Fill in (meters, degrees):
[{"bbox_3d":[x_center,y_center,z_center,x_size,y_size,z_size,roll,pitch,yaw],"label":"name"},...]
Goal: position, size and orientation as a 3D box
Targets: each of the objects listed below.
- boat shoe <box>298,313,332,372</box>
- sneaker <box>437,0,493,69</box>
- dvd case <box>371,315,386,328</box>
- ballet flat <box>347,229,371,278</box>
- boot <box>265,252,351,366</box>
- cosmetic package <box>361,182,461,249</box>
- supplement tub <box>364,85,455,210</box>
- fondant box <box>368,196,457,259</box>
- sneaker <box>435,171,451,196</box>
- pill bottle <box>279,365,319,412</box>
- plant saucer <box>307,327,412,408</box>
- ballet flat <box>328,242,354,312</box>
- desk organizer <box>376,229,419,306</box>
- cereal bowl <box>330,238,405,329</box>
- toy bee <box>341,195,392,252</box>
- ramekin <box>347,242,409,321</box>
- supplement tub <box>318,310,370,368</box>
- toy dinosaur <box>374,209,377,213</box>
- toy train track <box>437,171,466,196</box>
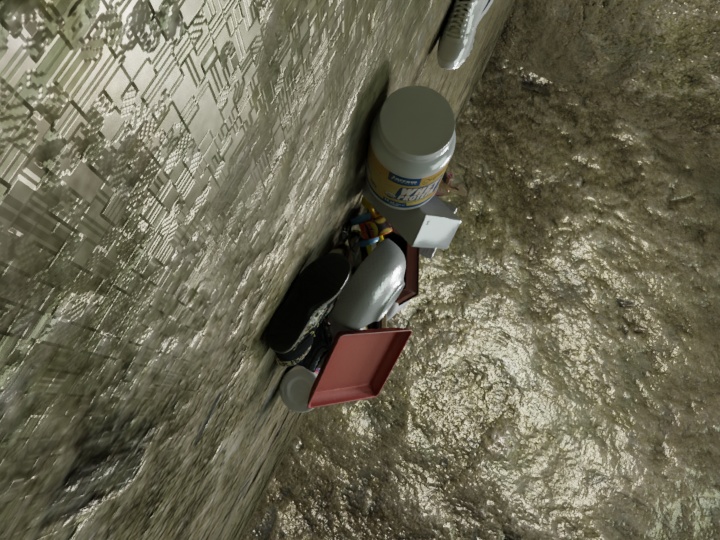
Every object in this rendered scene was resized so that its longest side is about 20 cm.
[{"bbox_3d":[-0.085,0.106,1.222,0.202,0.090,0.071,-62,175,-17],"label":"boat shoe"},{"bbox_3d":[0.204,-0.509,1.202,0.203,0.075,0.080,-67,164,1],"label":"sneaker"},{"bbox_3d":[0.039,0.124,1.429,0.149,0.016,0.203,-111,-162,-58],"label":"dvd case"},{"bbox_3d":[0.000,0.000,1.337,0.067,0.066,0.204,42,38,-64],"label":"ballet flat"},{"bbox_3d":[-0.093,0.074,1.055,0.205,0.073,0.154,-53,170,-21],"label":"boot"},{"bbox_3d":[0.098,-0.128,1.185,0.100,0.200,0.072,3,123,-37],"label":"cosmetic package"},{"bbox_3d":[0.083,-0.205,1.016,0.146,0.143,0.200,-61,175,-16],"label":"supplement tub"},{"bbox_3d":[0.126,-0.139,1.511,0.146,0.198,0.058,-62,174,3],"label":"fondant box"},{"bbox_3d":[0.151,-0.226,1.313,0.097,0.200,0.072,10,-110,49],"label":"sneaker"},{"bbox_3d":[-0.137,0.292,1.556,0.113,0.110,0.200,-63,176,5],"label":"pill bottle"},{"bbox_3d":[-0.007,0.196,1.252,0.197,0.037,0.202,1,126,-39],"label":"plant saucer"},{"bbox_3d":[-0.065,0.011,1.172,0.201,0.067,0.068,-65,160,-50],"label":"ballet flat"},{"bbox_3d":[0.082,-0.034,1.338,0.071,0.076,0.203,-34,-136,48],"label":"desk organizer"},{"bbox_3d":[0.030,0.040,1.194,0.201,0.083,0.200,-52,169,-14],"label":"cereal bowl"},{"bbox_3d":[0.036,-0.087,1.264,0.201,0.107,0.132,-84,153,-55],"label":"toy bee"},{"bbox_3d":[0.031,0.040,1.536,0.098,0.199,0.203,-42,161,-55],"label":"ramekin"},{"bbox_3d":[-0.051,0.144,1.385,0.147,0.143,0.200,-63,175,6],"label":"supplement tub"},{"bbox_3d":[0.112,-0.198,1.428,0.180,0.201,0.106,-31,-156,20],"label":"toy dinosaur"},{"bbox_3d":[0.127,-0.200,1.214,0.115,0.196,0.033,-93,-159,-66],"label":"toy train track"}]
